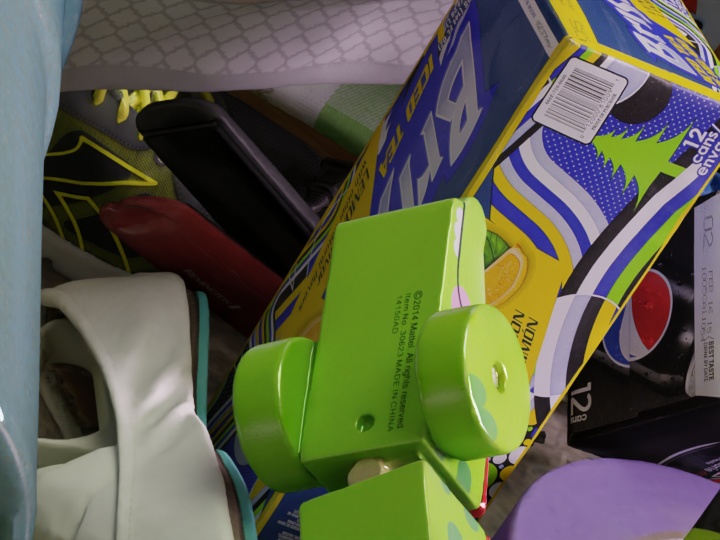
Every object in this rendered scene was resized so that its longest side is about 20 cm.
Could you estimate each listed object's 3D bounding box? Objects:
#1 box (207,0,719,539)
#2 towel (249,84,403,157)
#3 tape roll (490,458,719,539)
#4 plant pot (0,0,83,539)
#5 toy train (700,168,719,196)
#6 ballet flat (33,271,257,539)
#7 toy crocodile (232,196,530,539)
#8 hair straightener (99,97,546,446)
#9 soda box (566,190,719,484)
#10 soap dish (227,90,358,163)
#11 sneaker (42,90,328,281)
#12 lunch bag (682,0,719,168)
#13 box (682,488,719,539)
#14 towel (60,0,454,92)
[{"bbox_3d":[0.024,0.007,0.750,0.064,0.200,0.070,20,27,-26],"label":"box"},{"bbox_3d":[-0.027,-0.124,0.885,0.200,0.031,0.149,34,60,8],"label":"towel"},{"bbox_3d":[0.104,0.149,0.727,0.199,0.085,0.200,26,25,-13],"label":"tape roll"},{"bbox_3d":[-0.154,-0.009,0.595,0.200,0.200,0.196,20,35,-27],"label":"plant pot"},{"bbox_3d":[0.110,-0.029,0.935,0.200,0.087,0.114,-10,42,-47],"label":"toy train"},{"bbox_3d":[-0.068,0.060,0.721,0.069,0.070,0.200,24,21,-20],"label":"ballet flat"},{"bbox_3d":[0.009,0.067,0.640,0.062,0.067,0.201,50,32,-45],"label":"toy crocodile"},{"bbox_3d":[0.000,0.000,0.850,0.200,0.041,0.077,37,57,-37],"label":"hair straightener"},{"bbox_3d":[0.154,0.042,0.831,0.200,0.063,0.071,20,62,-38],"label":"soda box"},{"bbox_3d":[-0.016,-0.071,0.999,0.157,0.081,0.200,39,25,13],"label":"soap dish"},{"bbox_3d":[-0.091,-0.048,0.838,0.199,0.085,0.075,16,56,-23],"label":"sneaker"},{"bbox_3d":[0.155,-0.107,0.840,0.075,0.161,0.200,4,28,-23],"label":"lunch bag"},{"bbox_3d":[0.089,0.147,0.569,0.036,0.200,0.143,4,36,-41],"label":"box"},{"bbox_3d":[0.002,-0.101,0.731,0.199,0.191,0.032,-2,67,-26],"label":"towel"}]
